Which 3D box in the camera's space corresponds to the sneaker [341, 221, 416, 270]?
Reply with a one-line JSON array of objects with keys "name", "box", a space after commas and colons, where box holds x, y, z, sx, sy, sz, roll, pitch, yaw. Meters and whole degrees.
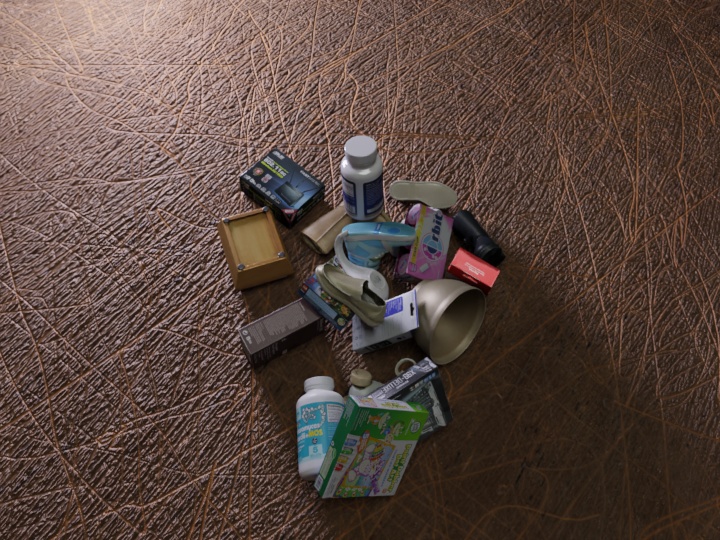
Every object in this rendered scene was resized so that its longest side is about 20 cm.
[{"name": "sneaker", "box": [0.053, -0.052, 1.375, 0.195, 0.133, 0.080, 4, 30, 22]}]

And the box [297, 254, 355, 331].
[{"name": "box", "box": [-0.051, 0.047, 1.300, 0.136, 0.038, 0.200, 40, 31, 2]}]

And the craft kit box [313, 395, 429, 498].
[{"name": "craft kit box", "box": [0.025, 0.358, 1.080, 0.195, 0.204, 0.048, 14, 11, -40]}]

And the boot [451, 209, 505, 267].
[{"name": "boot", "box": [0.300, -0.087, 1.420, 0.076, 0.199, 0.169, -44, 71, 16]}]

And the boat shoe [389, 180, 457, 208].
[{"name": "boat shoe", "box": [0.178, -0.221, 1.535, 0.195, 0.060, 0.074, 6, 99, -1]}]

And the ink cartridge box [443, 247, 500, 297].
[{"name": "ink cartridge box", "box": [0.274, 0.015, 1.331, 0.115, 0.200, 0.068, 30, 77, 10]}]

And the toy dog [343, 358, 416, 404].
[{"name": "toy dog", "box": [0.053, 0.288, 1.202, 0.195, 0.135, 0.097, -10, 20, -6]}]

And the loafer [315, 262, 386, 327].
[{"name": "loafer", "box": [-0.016, 0.044, 1.237, 0.199, 0.069, 0.076, 38, 31, -1]}]

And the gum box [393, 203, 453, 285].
[{"name": "gum box", "box": [0.166, -0.065, 1.394, 0.112, 0.066, 0.205, 21, 72, -25]}]

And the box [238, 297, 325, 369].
[{"name": "box", "box": [-0.182, 0.143, 1.263, 0.197, 0.101, 0.076, -28, 67, -20]}]

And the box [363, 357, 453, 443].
[{"name": "box", "box": [0.095, 0.308, 1.164, 0.197, 0.160, 0.050, -28, 28, -15]}]

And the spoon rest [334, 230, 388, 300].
[{"name": "spoon rest", "box": [0.000, 0.000, 1.332, 0.202, 0.060, 0.099, 55, 40, 4]}]

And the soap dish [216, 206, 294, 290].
[{"name": "soap dish", "box": [-0.273, -0.063, 1.378, 0.154, 0.082, 0.203, -16, 63, -16]}]

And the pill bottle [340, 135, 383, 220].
[{"name": "pill bottle", "box": [0.005, -0.238, 1.377, 0.108, 0.202, 0.113, -1, 50, 2]}]

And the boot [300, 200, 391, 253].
[{"name": "boot", "box": [-0.036, -0.107, 1.447, 0.174, 0.067, 0.200, 34, 61, 26]}]

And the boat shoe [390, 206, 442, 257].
[{"name": "boat shoe", "box": [0.140, -0.112, 1.477, 0.200, 0.072, 0.069, -43, 46, -22]}]

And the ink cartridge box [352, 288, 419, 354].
[{"name": "ink cartridge box", "box": [0.064, 0.124, 1.268, 0.039, 0.197, 0.101, 30, 49, -41]}]

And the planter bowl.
[{"name": "planter bowl", "box": [0.191, 0.104, 1.296, 0.199, 0.203, 0.134, -34, 45, -24]}]

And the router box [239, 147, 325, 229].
[{"name": "router box", "box": [-0.217, -0.232, 1.491, 0.199, 0.063, 0.150, 37, 61, 14]}]

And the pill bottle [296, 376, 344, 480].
[{"name": "pill bottle", "box": [-0.084, 0.339, 1.158, 0.108, 0.112, 0.204, -2, 60, -9]}]
